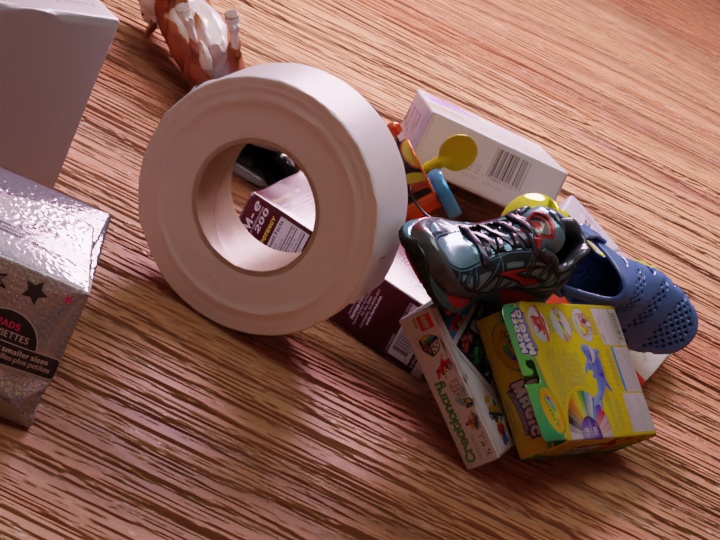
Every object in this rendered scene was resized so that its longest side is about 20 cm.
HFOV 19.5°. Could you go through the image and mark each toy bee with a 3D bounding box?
[{"bbox_3d":[0.048,-0.085,1.869,0.109,0.130,0.200,64,-18,-10],"label":"toy bee"}]

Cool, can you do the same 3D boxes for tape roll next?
[{"bbox_3d":[-0.067,-0.054,1.603,0.202,0.203,0.071,32,22,11],"label":"tape roll"}]

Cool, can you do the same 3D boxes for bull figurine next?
[{"bbox_3d":[-0.163,-0.240,2.015,0.065,0.122,0.200,-24,53,-17],"label":"bull figurine"}]

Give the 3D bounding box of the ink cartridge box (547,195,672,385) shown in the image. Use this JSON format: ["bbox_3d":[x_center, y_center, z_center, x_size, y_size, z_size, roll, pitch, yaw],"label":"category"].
[{"bbox_3d":[0.210,0.029,1.864,0.163,0.057,0.200,49,18,-4],"label":"ink cartridge box"}]

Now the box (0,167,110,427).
[{"bbox_3d":[-0.279,-0.006,1.376,0.199,0.115,0.132,22,23,-10],"label":"box"}]

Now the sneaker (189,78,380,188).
[{"bbox_3d":[-0.059,-0.110,1.913,0.199,0.075,0.116,4,35,-24],"label":"sneaker"}]

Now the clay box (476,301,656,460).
[{"bbox_3d":[0.158,0.086,1.652,0.200,0.047,0.116,4,65,-57],"label":"clay box"}]

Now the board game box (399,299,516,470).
[{"bbox_3d":[0.106,0.067,1.665,0.127,0.034,0.200,66,27,-2],"label":"board game box"}]

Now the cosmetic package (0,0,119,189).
[{"bbox_3d":[-0.326,-0.179,1.627,0.167,0.167,0.200,3,32,-44],"label":"cosmetic package"}]

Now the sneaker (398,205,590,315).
[{"bbox_3d":[0.106,-0.022,1.600,0.200,0.095,0.080,3,55,-57],"label":"sneaker"}]

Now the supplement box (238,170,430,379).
[{"bbox_3d":[0.000,0.000,1.740,0.199,0.061,0.109,34,24,13],"label":"supplement box"}]

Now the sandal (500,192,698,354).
[{"bbox_3d":[0.205,0.013,1.770,0.199,0.080,0.087,30,4,-19],"label":"sandal"}]

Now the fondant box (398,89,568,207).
[{"bbox_3d":[0.115,-0.114,2.061,0.144,0.059,0.200,24,8,-7],"label":"fondant box"}]
